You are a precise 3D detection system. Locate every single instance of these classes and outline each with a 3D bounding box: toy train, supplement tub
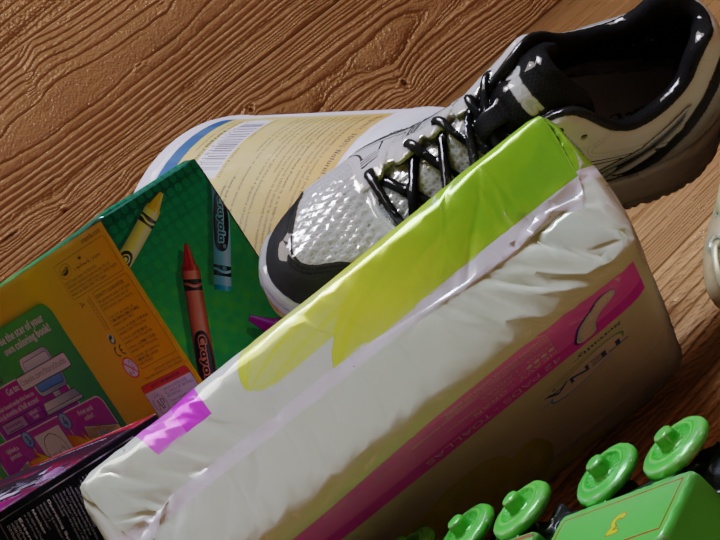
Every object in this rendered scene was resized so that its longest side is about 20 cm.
[{"bbox_3d":[0.046,0.095,0.579,0.200,0.042,0.056,-33,19,51],"label":"toy train"},{"bbox_3d":[0.000,0.000,0.873,0.200,0.145,0.145,3,36,48],"label":"supplement tub"}]

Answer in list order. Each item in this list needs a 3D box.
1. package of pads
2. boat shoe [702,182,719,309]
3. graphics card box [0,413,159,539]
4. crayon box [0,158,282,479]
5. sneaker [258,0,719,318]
[{"bbox_3d":[0.018,0.052,0.684,0.200,0.068,0.155,-38,-23,1],"label":"package of pads"},{"bbox_3d":[0.166,-0.044,0.747,0.063,0.073,0.200,-33,8,24],"label":"boat shoe"},{"bbox_3d":[-0.154,0.119,0.680,0.125,0.051,0.200,-23,5,26],"label":"graphics card box"},{"bbox_3d":[-0.107,0.044,0.826,0.058,0.119,0.200,-37,7,-39],"label":"crayon box"},{"bbox_3d":[0.048,-0.049,0.725,0.200,0.076,0.088,-28,-27,-14],"label":"sneaker"}]
